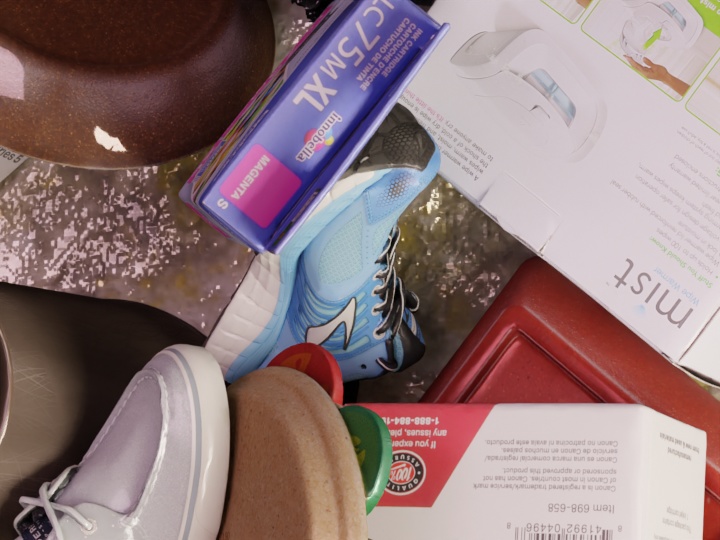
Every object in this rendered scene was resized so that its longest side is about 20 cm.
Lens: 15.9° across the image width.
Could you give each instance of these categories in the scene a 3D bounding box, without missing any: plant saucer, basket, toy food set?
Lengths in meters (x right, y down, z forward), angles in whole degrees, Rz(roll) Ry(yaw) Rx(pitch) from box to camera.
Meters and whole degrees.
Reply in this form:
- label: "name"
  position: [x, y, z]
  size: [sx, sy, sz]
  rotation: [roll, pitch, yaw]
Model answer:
- label: "plant saucer"
  position: [-0.134, -0.136, 1.238]
  size: [0.201, 0.200, 0.037]
  rotation: [54, 146, 24]
- label: "basket"
  position: [-0.156, 0.071, 1.193]
  size: [0.180, 0.200, 0.136]
  rotation: [38, 97, 28]
- label: "toy food set"
  position: [-0.039, 0.134, 1.089]
  size: [0.200, 0.048, 0.199]
  rotation: [-44, 46, 49]
- label: "plant saucer"
  position: [0.082, 0.124, 1.159]
  size: [0.200, 0.037, 0.200]
  rotation: [41, 99, 27]

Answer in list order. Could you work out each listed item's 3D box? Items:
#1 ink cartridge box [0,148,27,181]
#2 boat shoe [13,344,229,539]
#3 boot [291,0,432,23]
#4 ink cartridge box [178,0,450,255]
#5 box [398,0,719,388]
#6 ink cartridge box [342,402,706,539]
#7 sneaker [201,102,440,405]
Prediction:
- label: "ink cartridge box"
  position: [-0.267, -0.131, 1.316]
  size: [0.084, 0.145, 0.200]
  rotation: [-43, 65, 9]
- label: "boat shoe"
  position: [-0.114, 0.125, 1.098]
  size: [0.070, 0.071, 0.202]
  rotation: [37, 113, 52]
- label: "boot"
  position: [0.013, -0.224, 1.247]
  size: [0.162, 0.073, 0.199]
  rotation: [-30, 66, 24]
- label: "ink cartridge box"
  position: [-0.023, -0.065, 1.095]
  size: [0.042, 0.200, 0.119]
  rotation: [39, 88, -10]
- label: "box"
  position: [0.132, -0.077, 1.141]
  size: [0.200, 0.097, 0.177]
  rotation: [39, 98, 26]
- label: "ink cartridge box"
  position: [0.064, 0.161, 1.092]
  size: [0.144, 0.084, 0.201]
  rotation: [-1, 78, 27]
- label: "sneaker"
  position: [0.000, 0.000, 1.168]
  size: [0.090, 0.200, 0.078]
  rotation: [32, 52, 0]
